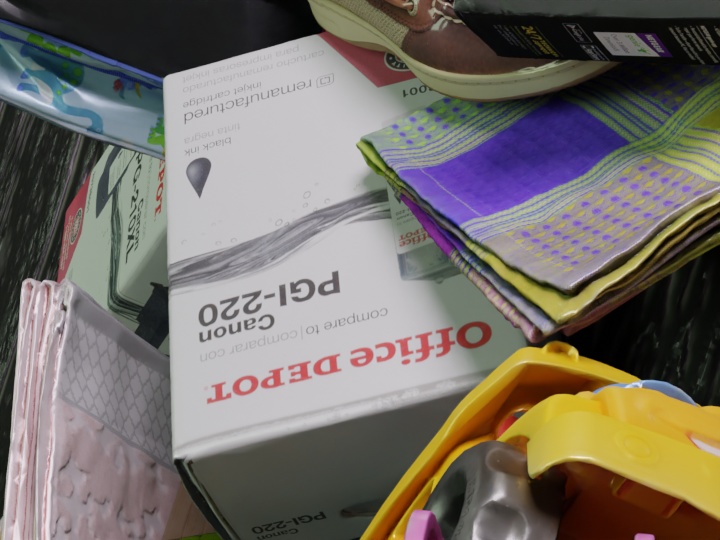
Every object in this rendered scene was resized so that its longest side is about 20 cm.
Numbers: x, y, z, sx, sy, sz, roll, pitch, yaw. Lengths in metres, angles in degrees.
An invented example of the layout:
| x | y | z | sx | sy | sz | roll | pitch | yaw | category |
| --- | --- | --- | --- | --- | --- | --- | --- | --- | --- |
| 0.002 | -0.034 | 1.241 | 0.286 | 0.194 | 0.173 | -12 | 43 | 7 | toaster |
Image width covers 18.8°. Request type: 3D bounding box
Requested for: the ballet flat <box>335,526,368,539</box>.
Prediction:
| x | y | z | sx | sy | sz | roll | pitch | yaw | category |
| --- | --- | --- | --- | --- | --- | --- | --- | --- | --- |
| 0.018 | 0.141 | 0.863 | 0.073 | 0.073 | 0.200 | -55 | 33 | 40 | ballet flat |

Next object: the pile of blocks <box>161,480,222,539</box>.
| x | y | z | sx | sy | sz | roll | pitch | yaw | category |
| --- | --- | --- | --- | --- | --- | --- | --- | --- | --- |
| -0.042 | 0.167 | 0.976 | 0.082 | 0.062 | 0.200 | -27 | 37 | 7 | pile of blocks |

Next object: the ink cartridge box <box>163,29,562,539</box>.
| x | y | z | sx | sy | sz | roll | pitch | yaw | category |
| --- | --- | --- | --- | --- | --- | --- | --- | --- | --- |
| 0.000 | 0.000 | 0.873 | 0.085 | 0.145 | 0.200 | 62 | -163 | -51 | ink cartridge box |

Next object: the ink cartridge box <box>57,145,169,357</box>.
| x | y | z | sx | sy | sz | roll | pitch | yaw | category |
| --- | --- | --- | --- | --- | --- | --- | --- | --- | --- |
| -0.097 | -0.021 | 1.187 | 0.200 | 0.084 | 0.145 | -50 | 30 | 46 | ink cartridge box |

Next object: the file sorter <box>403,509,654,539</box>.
| x | y | z | sx | sy | sz | roll | pitch | yaw | category |
| --- | --- | --- | --- | --- | --- | --- | --- | --- | --- |
| 0.101 | 0.133 | 0.463 | 0.125 | 0.199 | 0.139 | 71 | -156 | -71 | file sorter |

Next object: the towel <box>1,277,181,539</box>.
| x | y | z | sx | sy | sz | roll | pitch | yaw | category |
| --- | --- | --- | --- | --- | --- | --- | --- | --- | --- |
| -0.105 | 0.124 | 1.023 | 0.032 | 0.200 | 0.192 | -10 | 63 | 21 | towel |

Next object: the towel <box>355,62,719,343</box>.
| x | y | z | sx | sy | sz | roll | pitch | yaw | category |
| --- | --- | --- | --- | --- | --- | --- | --- | --- | --- |
| 0.087 | -0.048 | 0.762 | 0.143 | 0.023 | 0.200 | -31 | 27 | -5 | towel |

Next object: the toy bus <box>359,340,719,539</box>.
| x | y | z | sx | sy | sz | roll | pitch | yaw | category |
| --- | --- | --- | --- | --- | --- | --- | --- | --- | --- |
| 0.063 | 0.093 | 0.669 | 0.200 | 0.135 | 0.192 | -57 | 13 | 33 | toy bus |

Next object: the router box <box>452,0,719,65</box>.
| x | y | z | sx | sy | sz | roll | pitch | yaw | category |
| --- | --- | --- | --- | --- | --- | --- | --- | --- | --- |
| 0.121 | -0.170 | 0.727 | 0.149 | 0.051 | 0.201 | 5 | 79 | 26 | router box |

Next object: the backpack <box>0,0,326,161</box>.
| x | y | z | sx | sy | sz | roll | pitch | yaw | category |
| --- | --- | --- | --- | --- | --- | --- | --- | --- | --- |
| -0.095 | -0.139 | 1.030 | 0.200 | 0.183 | 0.147 | -69 | -3 | -69 | backpack |

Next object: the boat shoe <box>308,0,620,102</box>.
| x | y | z | sx | sy | sz | roll | pitch | yaw | category |
| --- | --- | --- | --- | --- | --- | --- | --- | --- | --- |
| 0.033 | -0.120 | 0.829 | 0.072 | 0.072 | 0.200 | -37 | 33 | -17 | boat shoe |

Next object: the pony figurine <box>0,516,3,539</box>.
| x | y | z | sx | sy | sz | roll | pitch | yaw | category |
| --- | --- | --- | --- | --- | --- | --- | --- | --- | --- |
| -0.171 | 0.227 | 1.171 | 0.193 | 0.166 | 0.201 | 150 | 115 | -69 | pony figurine |
